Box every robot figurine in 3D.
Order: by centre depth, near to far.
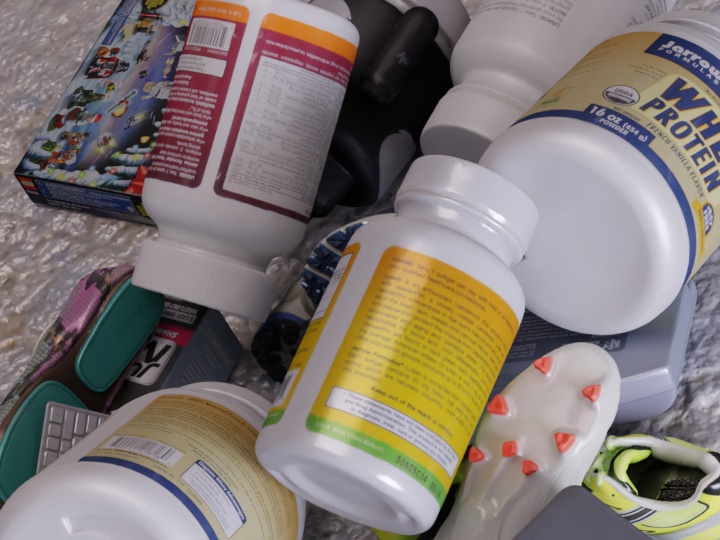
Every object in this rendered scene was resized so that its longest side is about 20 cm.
[{"bbox_3d":[-0.007,-0.127,1.659,0.150,0.125,0.200,21,64,35],"label":"robot figurine"}]

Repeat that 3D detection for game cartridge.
[{"bbox_3d":[0.105,0.056,1.494,0.200,0.041,0.133,-7,27,20],"label":"game cartridge"}]

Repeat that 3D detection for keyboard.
[{"bbox_3d":[-0.187,0.184,1.488,0.011,0.056,0.200,-4,74,43],"label":"keyboard"}]

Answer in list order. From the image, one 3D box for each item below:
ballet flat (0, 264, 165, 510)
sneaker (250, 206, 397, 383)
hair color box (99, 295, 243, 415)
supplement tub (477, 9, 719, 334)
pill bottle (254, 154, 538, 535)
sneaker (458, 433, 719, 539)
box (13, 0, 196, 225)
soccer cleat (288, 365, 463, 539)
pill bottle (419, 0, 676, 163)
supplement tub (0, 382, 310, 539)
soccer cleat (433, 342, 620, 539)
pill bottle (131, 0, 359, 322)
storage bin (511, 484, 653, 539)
[{"bbox_3d":[-0.197,0.077,1.545,0.071,0.069,0.200,-4,46,43],"label":"ballet flat"},{"bbox_3d":[0.000,0.000,1.538,0.200,0.077,0.085,-39,13,48],"label":"sneaker"},{"bbox_3d":[-0.173,0.105,1.589,0.099,0.061,0.200,13,60,32],"label":"hair color box"},{"bbox_3d":[0.172,-0.066,1.487,0.144,0.145,0.200,11,35,30],"label":"supplement tub"},{"bbox_3d":[0.028,0.039,1.374,0.111,0.111,0.200,13,68,32],"label":"pill bottle"},{"bbox_3d":[0.143,0.122,1.424,0.200,0.076,0.075,-1,55,25],"label":"sneaker"},{"bbox_3d":[-0.152,-0.128,1.782,0.137,0.040,0.200,10,58,29],"label":"box"},{"bbox_3d":[0.022,0.132,1.451,0.065,0.084,0.200,-31,83,-17],"label":"soccer cleat"},{"bbox_3d":[0.125,-0.144,1.621,0.114,0.114,0.200,15,61,33],"label":"pill bottle"},{"bbox_3d":[-0.118,0.154,1.415,0.144,0.145,0.200,-5,14,21],"label":"supplement tub"},{"bbox_3d":[0.090,0.133,1.380,0.069,0.078,0.200,29,88,32],"label":"soccer cleat"},{"bbox_3d":[-0.077,-0.074,1.536,0.109,0.110,0.200,15,88,33],"label":"pill bottle"},{"bbox_3d":[0.149,0.219,1.304,0.146,0.134,0.200,-43,48,-13],"label":"storage bin"}]
